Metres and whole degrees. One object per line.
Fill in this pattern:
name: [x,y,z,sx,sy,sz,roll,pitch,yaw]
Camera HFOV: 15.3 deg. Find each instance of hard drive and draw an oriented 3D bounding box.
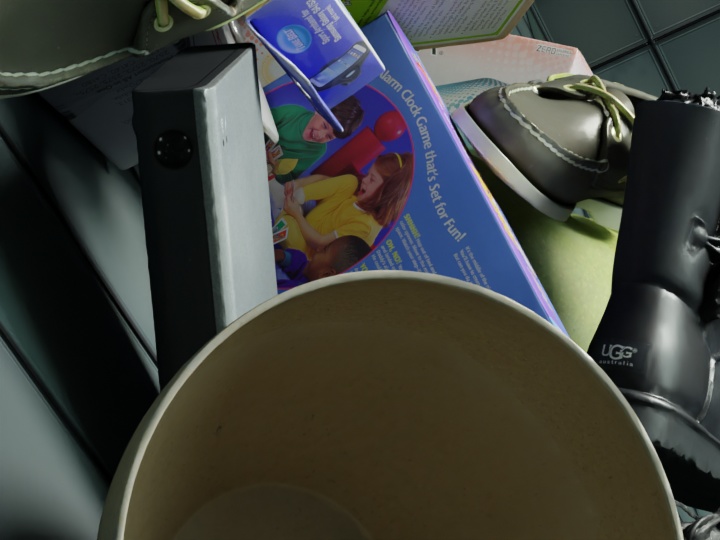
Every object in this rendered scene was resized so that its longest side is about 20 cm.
hard drive: [-0.054,0.020,1.035,0.140,0.033,0.201,-69,155,-77]

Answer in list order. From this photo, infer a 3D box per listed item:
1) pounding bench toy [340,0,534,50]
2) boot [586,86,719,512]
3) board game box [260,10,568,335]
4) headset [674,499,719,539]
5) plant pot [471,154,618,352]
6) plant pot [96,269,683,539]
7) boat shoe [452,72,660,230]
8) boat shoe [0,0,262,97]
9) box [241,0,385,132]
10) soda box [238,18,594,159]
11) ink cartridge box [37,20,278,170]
pounding bench toy: [0.000,-0.182,1.265,0.200,0.124,0.157,-53,-127,54]
boot: [0.168,0.020,1.250,0.200,0.076,0.169,34,69,-55]
board game box: [0.000,0.000,1.183,0.201,0.134,0.045,64,8,33]
headset: [0.084,0.131,1.215,0.094,0.199,0.124,-22,94,-47]
plant pot: [0.039,0.023,1.319,0.184,0.200,0.201,39,27,-44]
plant pot: [-0.007,0.112,0.910,0.201,0.200,0.134,67,-25,3]
boat shoe: [0.105,-0.064,1.269,0.072,0.060,0.201,54,17,18]
boat shoe: [-0.067,-0.124,0.997,0.060,0.201,0.072,23,-39,58]
box: [-0.056,-0.151,1.132,0.200,0.041,0.119,54,3,21]
soda box: [0.022,-0.094,1.411,0.064,0.199,0.069,44,62,-63]
ink cartridge box: [-0.112,-0.123,1.140,0.200,0.066,0.116,47,21,-61]
